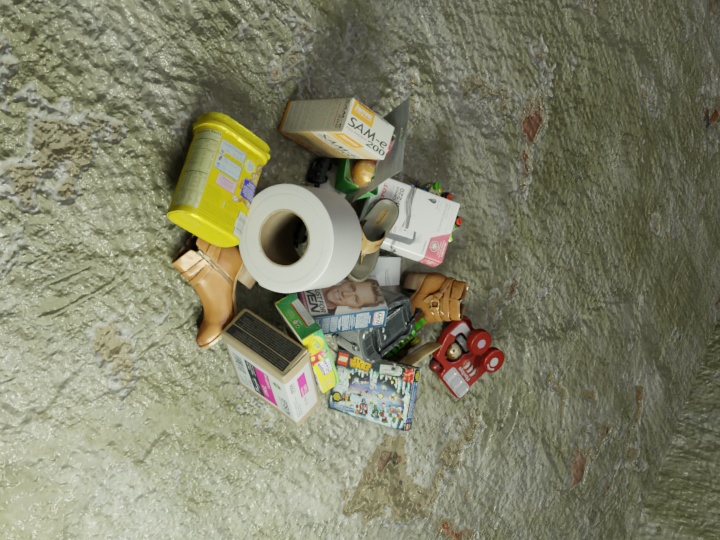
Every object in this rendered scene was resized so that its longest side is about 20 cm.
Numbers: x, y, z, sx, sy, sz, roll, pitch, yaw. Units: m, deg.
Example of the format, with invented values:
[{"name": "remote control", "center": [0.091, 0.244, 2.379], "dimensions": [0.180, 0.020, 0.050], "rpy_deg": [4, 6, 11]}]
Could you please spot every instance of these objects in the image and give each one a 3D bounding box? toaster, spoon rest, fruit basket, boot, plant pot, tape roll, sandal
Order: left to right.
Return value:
[{"name": "boot", "center": [-0.289, 0.031, 1.396], "dimensions": [0.155, 0.076, 0.201], "rpy_deg": [40, 77, -35]}, {"name": "tape roll", "center": [-0.114, -0.061, 1.430], "dimensions": [0.139, 0.201, 0.205], "rpy_deg": [-4, 102, -68]}, {"name": "spoon rest", "center": [-0.058, -0.127, 1.607], "dimensions": [0.099, 0.060, 0.202], "rpy_deg": [11, 77, -45]}, {"name": "sandal", "center": [0.024, -0.069, 1.570], "dimensions": [0.081, 0.055, 0.201], "rpy_deg": [34, 74, -3]}, {"name": "toaster", "center": [0.028, 0.109, 1.664], "dimensions": [0.200, 0.129, 0.114], "rpy_deg": [-36, 129, -33]}, {"name": "fruit basket", "center": [0.035, -0.234, 1.534], "dimensions": [0.093, 0.199, 0.186], "rpy_deg": [29, 54, -33]}, {"name": "plant pot", "center": [0.102, 0.221, 1.746], "dimensions": [0.199, 0.200, 0.028], "rpy_deg": [-29, 80, -36]}, {"name": "boot", "center": [0.169, 0.105, 1.774], "dimensions": [0.077, 0.154, 0.202], "rpy_deg": [32, 71, -61]}]

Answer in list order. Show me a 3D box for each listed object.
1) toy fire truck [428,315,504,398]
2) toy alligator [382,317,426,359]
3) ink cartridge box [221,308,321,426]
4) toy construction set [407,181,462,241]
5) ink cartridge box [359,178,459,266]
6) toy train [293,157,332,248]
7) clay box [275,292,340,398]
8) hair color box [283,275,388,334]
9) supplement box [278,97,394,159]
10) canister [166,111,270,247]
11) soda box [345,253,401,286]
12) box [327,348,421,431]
[{"name": "toy fire truck", "center": [0.263, 0.224, 1.941], "dimensions": [0.168, 0.112, 0.200], "rpy_deg": [-44, 126, -6]}, {"name": "toy alligator", "center": [0.073, 0.179, 1.722], "dimensions": [0.200, 0.059, 0.054], "rpy_deg": [-43, 167, 6]}, {"name": "ink cartridge box", "center": [-0.168, 0.187, 1.430], "dimensions": [0.075, 0.164, 0.201], "rpy_deg": [-45, 151, -27]}, {"name": "toy construction set", "center": [0.167, -0.126, 1.784], "dimensions": [0.131, 0.092, 0.201], "rpy_deg": [-32, 118, -35]}, {"name": "ink cartridge box", "center": [0.102, -0.110, 1.662], "dimensions": [0.199, 0.085, 0.147], "rpy_deg": [19, 84, -4]}, {"name": "toy train", "center": [-0.110, -0.142, 1.553], "dimensions": [0.034, 0.046, 0.201], "rpy_deg": [31, 73, -50]}, {"name": "clay box", "center": [-0.097, 0.149, 1.445], "dimensions": [0.047, 0.115, 0.201], "rpy_deg": [-31, 139, -13]}, {"name": "hair color box", "center": [-0.052, 0.074, 1.547], "dimensions": [0.198, 0.100, 0.061], "rpy_deg": [-7, 136, -15]}, {"name": "supplement box", "center": [-0.050, -0.278, 1.477], "dimensions": [0.126, 0.199, 0.074], "rpy_deg": [25, 80, -42]}, {"name": "canister", "center": [-0.256, -0.161, 1.352], "dimensions": [0.148, 0.086, 0.201], "rpy_deg": [32, 62, -40]}, {"name": "soda box", "center": [0.000, 0.000, 1.669], "dimensions": [0.199, 0.063, 0.069], "rpy_deg": [-2, 99, -43]}, {"name": "box", "center": [0.029, 0.261, 1.651], "dimensions": [0.040, 0.199, 0.138], "rpy_deg": [9, 91, -60]}]
